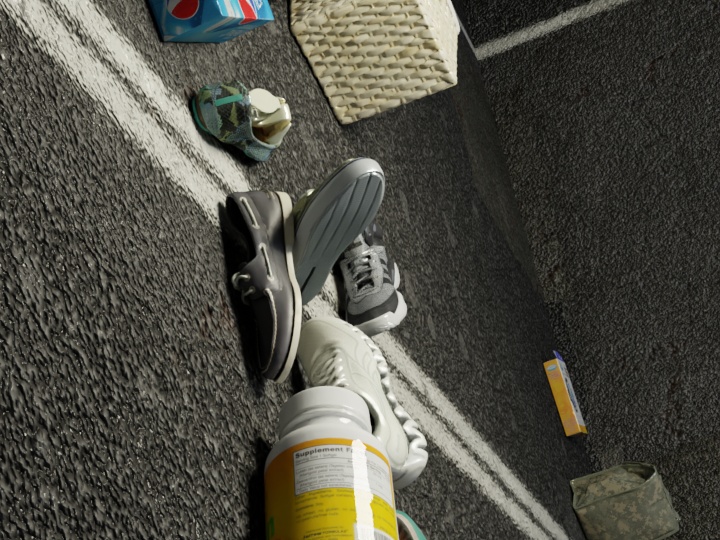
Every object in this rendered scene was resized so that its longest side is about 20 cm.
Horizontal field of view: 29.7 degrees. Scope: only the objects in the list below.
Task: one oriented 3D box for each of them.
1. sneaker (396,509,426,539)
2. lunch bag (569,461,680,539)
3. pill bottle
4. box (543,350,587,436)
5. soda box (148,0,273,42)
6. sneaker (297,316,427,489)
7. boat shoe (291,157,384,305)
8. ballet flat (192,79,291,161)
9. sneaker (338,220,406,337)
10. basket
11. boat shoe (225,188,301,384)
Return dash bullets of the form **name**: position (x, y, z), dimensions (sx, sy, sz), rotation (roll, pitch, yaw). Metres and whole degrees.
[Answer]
- **sneaker**: position (0.068, 0.342, 1.398), dimensions (0.080, 0.071, 0.202), rotation (6, 64, -70)
- **lunch bag**: position (0.565, 0.505, 2.883), dimensions (0.118, 0.198, 0.165), rotation (-81, 148, -62)
- **pill bottle**: position (-0.025, 0.200, 1.137), dimensions (0.202, 0.110, 0.111), rotation (-96, 161, -44)
- **box**: position (0.475, 0.289, 3.171), dimensions (0.119, 0.041, 0.202), rotation (28, 42, -71)
- **soda box**: position (-0.151, -0.273, 1.380), dimensions (0.200, 0.067, 0.065), rotation (-43, 112, -76)
- **sneaker**: position (-0.011, 0.116, 1.302), dimensions (0.081, 0.075, 0.201), rotation (26, 23, -51)
- **boat shoe**: position (-0.044, -0.044, 1.315), dimensions (0.071, 0.201, 0.062), rotation (-4, 53, -39)
- **ballet flat**: position (-0.107, -0.155, 1.397), dimensions (0.200, 0.073, 0.075), rotation (-5, 76, -76)
- **sneaker**: position (0.000, 0.000, 1.604), dimensions (0.200, 0.075, 0.115), rotation (-90, 156, -69)
- **basket**: position (0.018, -0.343, 1.895), dimensions (0.162, 0.198, 0.199), rotation (-86, 153, -47)
- **boat shoe**: position (-0.097, 0.012, 1.272), dimensions (0.062, 0.073, 0.202), rotation (10, 57, -24)
